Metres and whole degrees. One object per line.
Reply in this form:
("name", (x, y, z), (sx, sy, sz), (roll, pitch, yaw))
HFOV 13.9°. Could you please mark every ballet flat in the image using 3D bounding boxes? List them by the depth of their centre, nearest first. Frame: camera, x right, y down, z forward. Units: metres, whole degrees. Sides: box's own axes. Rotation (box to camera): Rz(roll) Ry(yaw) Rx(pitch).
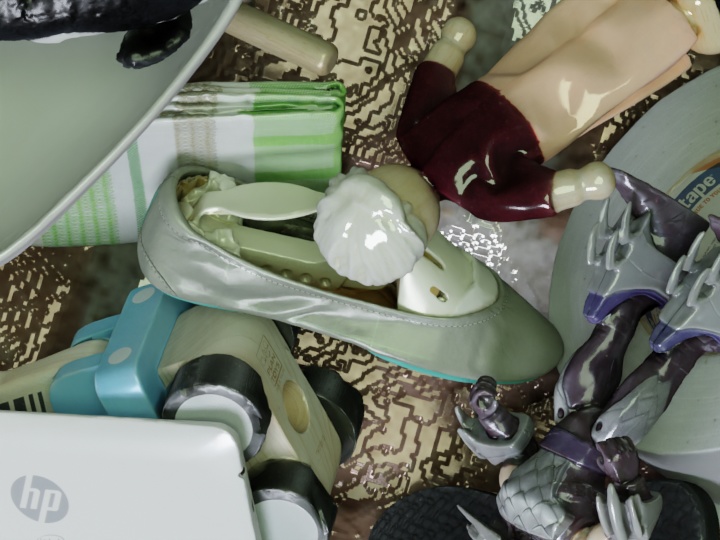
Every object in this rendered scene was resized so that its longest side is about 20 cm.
("ballet flat", (0.000, 0.000, 1.321), (0.199, 0.068, 0.064), (14, 128, -4))

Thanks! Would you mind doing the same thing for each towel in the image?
("towel", (-0.107, -0.050, 1.354), (0.199, 0.149, 0.031), (-2, 69, -3))

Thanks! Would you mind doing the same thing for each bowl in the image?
("bowl", (-0.168, -0.112, 1.250), (0.200, 0.075, 0.200), (40, 79, 6))

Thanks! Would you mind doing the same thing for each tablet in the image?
("tablet", (-0.140, 0.116, 1.349), (0.199, 0.014, 0.131), (2, 126, 17))

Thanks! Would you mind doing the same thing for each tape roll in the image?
("tape roll", (0.183, 0.003, 1.334), (0.066, 0.200, 0.201), (33, 88, -41))

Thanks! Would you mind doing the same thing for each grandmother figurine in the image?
("grandmother figurine", (0.066, -0.062, 1.288), (0.200, 0.121, 0.061), (-36, 133, -10))

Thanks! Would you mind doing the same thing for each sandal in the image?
("sandal", (0.086, 0.135, 1.359), (0.199, 0.045, 0.075), (-9, 74, 38))

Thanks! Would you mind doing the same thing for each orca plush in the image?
("orca plush", (-0.124, -0.141, 1.186), (0.199, 0.071, 0.106), (2, 76, -3))

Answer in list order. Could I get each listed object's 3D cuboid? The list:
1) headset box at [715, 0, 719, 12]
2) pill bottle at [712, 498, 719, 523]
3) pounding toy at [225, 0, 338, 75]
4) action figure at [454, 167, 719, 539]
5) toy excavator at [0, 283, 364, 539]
("headset box", (0.215, -0.203, 1.359), (0.077, 0.149, 0.200), (31, 90, -2))
("pill bottle", (0.166, 0.164, 1.372), (0.111, 0.111, 0.200), (41, 88, -1))
("pounding toy", (-0.123, -0.160, 1.350), (0.183, 0.142, 0.201), (-15, 89, -1))
("action figure", (0.100, 0.063, 1.273), (0.069, 0.130, 0.200), (32, 85, -43))
("toy excavator", (-0.125, 0.062, 1.367), (0.199, 0.100, 0.195), (-18, 119, 21))
